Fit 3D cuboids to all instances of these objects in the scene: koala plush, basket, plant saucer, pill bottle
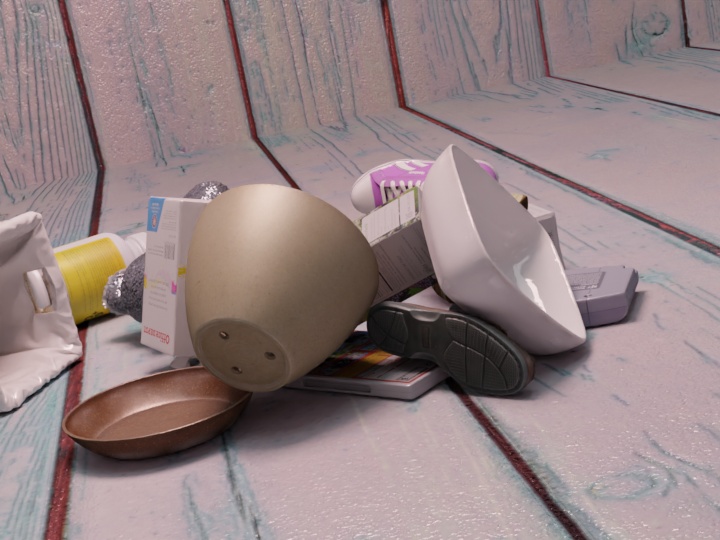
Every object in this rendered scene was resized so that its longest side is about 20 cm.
[{"bbox_3d":[-0.229,0.001,1.749,0.200,0.184,0.177,-32,22,-27],"label":"koala plush"},{"bbox_3d":[-0.467,0.056,1.625,0.160,0.199,0.200,-11,14,19],"label":"basket"},{"bbox_3d":[-0.200,0.148,1.374,0.200,0.037,0.200,-10,14,2],"label":"plant saucer"},{"bbox_3d":[-0.381,0.011,1.904,0.200,0.112,0.112,-20,16,-33],"label":"pill bottle"}]

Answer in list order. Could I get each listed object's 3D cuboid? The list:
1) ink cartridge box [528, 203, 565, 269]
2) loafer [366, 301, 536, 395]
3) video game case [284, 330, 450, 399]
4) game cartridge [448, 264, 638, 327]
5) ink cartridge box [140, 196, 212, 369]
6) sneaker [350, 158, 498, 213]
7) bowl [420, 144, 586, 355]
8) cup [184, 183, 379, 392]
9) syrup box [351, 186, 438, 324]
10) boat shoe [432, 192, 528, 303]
[{"bbox_3d":[0.138,-0.028,1.717,0.175,0.084,0.200,-15,14,-10],"label":"ink cartridge box"},{"bbox_3d":[0.098,0.067,1.351,0.200,0.072,0.063,19,23,38],"label":"loafer"},{"bbox_3d":[0.018,0.097,1.444,0.200,0.017,0.143,1,19,41],"label":"video game case"},{"bbox_3d":[0.205,0.035,1.517,0.199,0.041,0.133,-6,11,20],"label":"game cartridge"},{"bbox_3d":[-0.174,0.019,1.565,0.125,0.201,0.128,2,4,-25],"label":"ink cartridge box"},{"bbox_3d":[0.074,-0.102,1.754,0.200,0.073,0.114,-9,17,17],"label":"sneaker"},{"bbox_3d":[0.137,-0.009,1.392,0.075,0.200,0.200,-37,39,20],"label":"bowl"},{"bbox_3d":[-0.095,0.035,1.349,0.200,0.201,0.143,-5,39,24],"label":"cup"},{"bbox_3d":[0.000,0.000,1.481,0.200,0.081,0.079,-30,26,17],"label":"syrup box"},{"bbox_3d":[0.125,-0.030,1.552,0.066,0.074,0.200,18,36,24],"label":"boat shoe"}]
